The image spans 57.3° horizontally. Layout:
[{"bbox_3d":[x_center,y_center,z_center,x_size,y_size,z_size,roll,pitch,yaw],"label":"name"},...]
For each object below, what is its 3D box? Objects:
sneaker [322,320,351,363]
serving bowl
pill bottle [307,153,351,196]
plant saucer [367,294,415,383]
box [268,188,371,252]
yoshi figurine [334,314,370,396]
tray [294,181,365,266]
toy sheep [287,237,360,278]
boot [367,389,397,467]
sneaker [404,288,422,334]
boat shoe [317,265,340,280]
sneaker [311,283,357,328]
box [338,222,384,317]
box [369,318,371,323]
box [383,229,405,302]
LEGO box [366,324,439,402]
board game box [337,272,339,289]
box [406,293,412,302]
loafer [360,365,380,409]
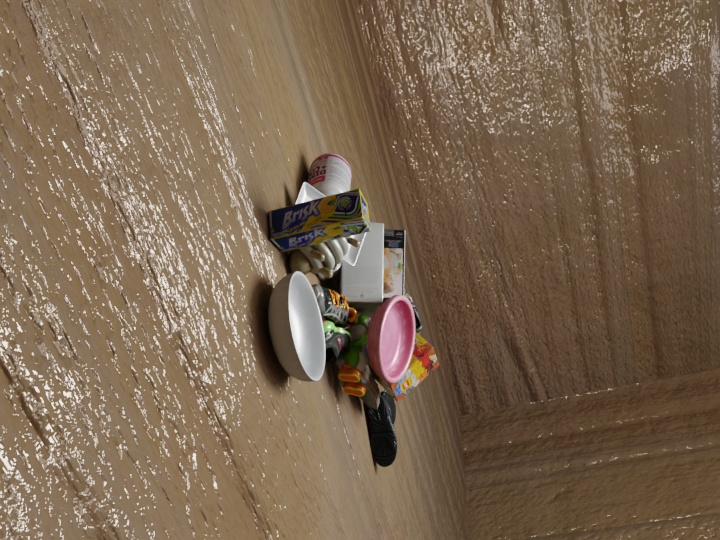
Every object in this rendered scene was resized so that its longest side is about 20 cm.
[{"bbox_3d":[-0.073,0.162,1.449,0.200,0.074,0.087,39,58,-67],"label":"sneaker"},{"bbox_3d":[-0.126,0.108,1.227,0.200,0.064,0.207,-12,91,-78],"label":"serving bowl"},{"bbox_3d":[-0.080,-0.189,1.619,0.203,0.110,0.115,-88,161,-51],"label":"pill bottle"},{"bbox_3d":[0.070,0.159,1.558,0.199,0.049,0.208,-18,110,-60],"label":"plant saucer"},{"bbox_3d":[-0.082,-0.098,1.311,0.070,0.194,0.066,52,27,-64],"label":"box"},{"bbox_3d":[0.014,0.193,1.576,0.111,0.112,0.203,34,44,-20],"label":"yoshi figurine"},{"bbox_3d":[-0.075,-0.102,1.504,0.198,0.022,0.110,33,65,-28],"label":"tray"},{"bbox_3d":[-0.078,-0.066,1.406,0.137,0.200,0.139,38,-22,19],"label":"toy sheep"},{"bbox_3d":[0.067,0.428,1.831,0.162,0.071,0.205,31,48,-78],"label":"boot"},{"bbox_3d":[0.111,0.082,1.773,0.203,0.070,0.083,60,-18,-2],"label":"sneaker"},{"bbox_3d":[-0.075,-0.020,1.583,0.200,0.067,0.073,20,59,-76],"label":"boat shoe"},{"bbox_3d":[-0.065,0.079,1.500,0.201,0.075,0.080,57,15,-63],"label":"sneaker"},{"bbox_3d":[0.000,0.000,1.662,0.153,0.103,0.207,105,-13,-73],"label":"box"},{"bbox_3d":[0.041,0.148,2.045,0.202,0.037,0.139,66,17,-45],"label":"box"},{"bbox_3d":[0.082,0.010,1.695,0.117,0.058,0.207,91,1,-75],"label":"box"},{"bbox_3d":[0.085,0.217,1.714,0.199,0.148,0.078,37,-21,45],"label":"LEGO box"},{"bbox_3d":[-0.002,0.012,1.833,0.159,0.094,0.207,42,38,-70],"label":"board game box"},{"bbox_3d":[0.065,0.143,1.833,0.041,0.200,0.039,39,-9,23],"label":"box"},{"bbox_3d":[0.015,0.278,1.681,0.063,0.070,0.202,-53,139,-26],"label":"loafer"}]
